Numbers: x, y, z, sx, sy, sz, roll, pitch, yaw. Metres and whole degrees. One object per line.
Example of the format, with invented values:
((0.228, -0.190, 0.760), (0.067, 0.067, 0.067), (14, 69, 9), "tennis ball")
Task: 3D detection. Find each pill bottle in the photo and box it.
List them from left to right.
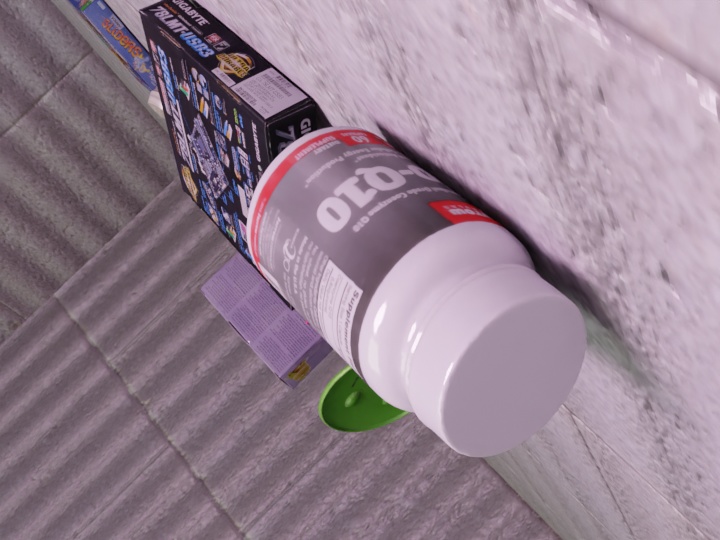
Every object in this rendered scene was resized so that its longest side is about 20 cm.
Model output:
((0.027, 0.007, 0.627), (0.200, 0.114, 0.114), (42, 174, 45), "pill bottle")

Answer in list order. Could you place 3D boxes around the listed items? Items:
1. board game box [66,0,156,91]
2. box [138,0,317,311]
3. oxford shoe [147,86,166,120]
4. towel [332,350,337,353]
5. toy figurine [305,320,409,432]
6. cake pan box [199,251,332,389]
((-0.380, -0.361, 1.755), (0.200, 0.034, 0.135), (50, 174, -39), "board game box")
((-0.101, -0.098, 0.920), (0.199, 0.049, 0.201), (45, 153, 38), "box")
((-0.126, -0.145, 1.164), (0.199, 0.058, 0.075), (32, 171, -7), "oxford shoe")
((-0.062, 0.035, 1.653), (0.200, 0.034, 0.194), (173, 83, -75), "towel")
((0.000, 0.053, 1.284), (0.149, 0.201, 0.185), (0, -134, -31), "toy figurine")
((-0.090, 0.023, 1.452), (0.200, 0.184, 0.052), (43, 175, 31), "cake pan box")
